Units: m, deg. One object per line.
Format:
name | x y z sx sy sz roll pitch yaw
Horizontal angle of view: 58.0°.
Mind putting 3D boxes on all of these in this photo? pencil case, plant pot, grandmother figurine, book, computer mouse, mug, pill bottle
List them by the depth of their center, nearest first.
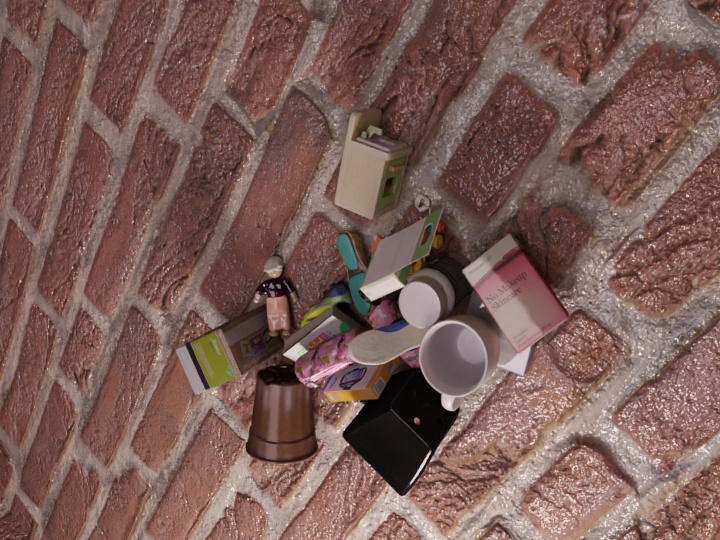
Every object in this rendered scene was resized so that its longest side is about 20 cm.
mug | 0.211 0.191 1.346 0.144 0.174 0.207 17 101 24
pill bottle | 0.162 0.041 1.379 0.111 0.199 0.118 9 109 27
computer mouse | 0.054 0.042 1.447 0.034 0.199 0.059 -40 78 24
plant pot | 0.108 0.343 1.465 0.199 0.200 0.178 42 140 5
pencil case | 0.107 0.153 1.515 0.200 0.083 0.087 46 103 11
pencil case | -0.063 0.209 1.554 0.197 0.082 0.089 -29 71 24
book | -0.084 0.178 1.631 0.132 0.049 0.199 34 127 -25
grandmother figurine | -0.222 0.065 1.699 0.117 0.061 0.207 -5 100 -11
plant pot | -0.206 0.370 1.713 0.195 0.199 0.206 8 102 28

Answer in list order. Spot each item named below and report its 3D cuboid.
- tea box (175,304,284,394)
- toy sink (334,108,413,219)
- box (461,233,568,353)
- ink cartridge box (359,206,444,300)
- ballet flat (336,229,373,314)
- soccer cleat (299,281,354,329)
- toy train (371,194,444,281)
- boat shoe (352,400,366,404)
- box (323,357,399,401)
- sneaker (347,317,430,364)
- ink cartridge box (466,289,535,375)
tea box | -0.345 0.208 1.732 0.193 0.199 0.137 -23 94 32
toy sink | 0.035 -0.234 1.415 0.110 0.130 0.206 22 114 22
box | 0.314 0.045 1.317 0.127 0.109 0.203 -37 79 15
ink cartridge box | 0.095 -0.033 1.339 0.197 0.148 0.048 -25 121 40
ballet flat | 0.000 0.000 1.542 0.069 0.065 0.207 -12 96 32
soccer cleat | -0.086 0.115 1.627 0.084 0.064 0.201 51 121 18
toy train | 0.097 -0.065 1.456 0.201 0.055 0.152 -49 64 30
boat shoe | -0.001 0.302 1.633 0.195 0.068 0.076 24 115 23
box | -0.005 0.254 1.556 0.197 0.120 0.042 -18 119 49
sneaker | 0.064 0.154 1.420 0.194 0.111 0.079 -19 85 -8
ink cartridge box | 0.311 0.105 1.415 0.156 0.047 0.207 17 98 26
